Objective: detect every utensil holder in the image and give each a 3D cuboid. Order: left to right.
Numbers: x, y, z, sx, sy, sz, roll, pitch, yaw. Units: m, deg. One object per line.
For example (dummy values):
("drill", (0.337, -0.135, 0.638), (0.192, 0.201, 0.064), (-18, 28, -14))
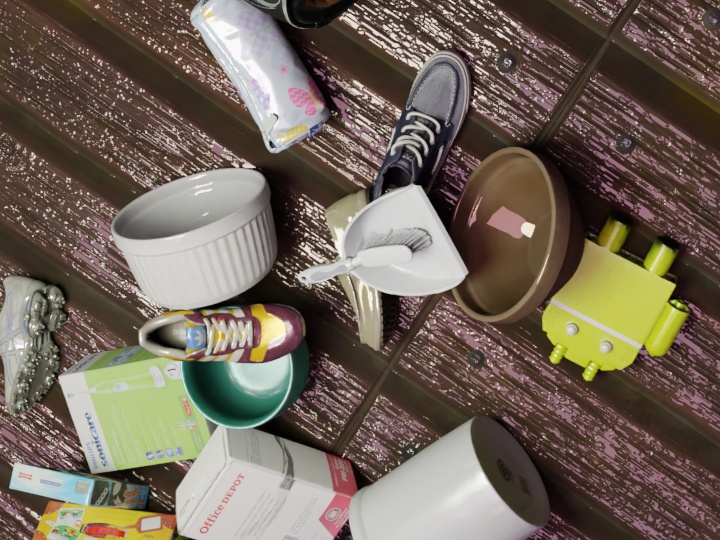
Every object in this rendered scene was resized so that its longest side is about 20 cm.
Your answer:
("utensil holder", (0.111, 0.299, 1.610), (0.200, 0.170, 0.170), (-39, 94, 23))

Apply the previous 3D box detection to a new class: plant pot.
("plant pot", (0.192, -0.034, 1.485), (0.092, 0.201, 0.202), (12, 120, -31))

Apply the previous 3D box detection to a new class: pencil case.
("pencil case", (-0.119, -0.239, 1.527), (0.201, 0.090, 0.083), (60, 157, -7))

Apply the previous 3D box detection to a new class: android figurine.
("android figurine", (0.293, 0.037, 1.532), (0.181, 0.041, 0.201), (29, 113, 6))

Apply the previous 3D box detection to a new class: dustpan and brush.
("dustpan and brush", (0.010, -0.017, 1.514), (0.199, 0.057, 0.140), (-10, 121, 40))

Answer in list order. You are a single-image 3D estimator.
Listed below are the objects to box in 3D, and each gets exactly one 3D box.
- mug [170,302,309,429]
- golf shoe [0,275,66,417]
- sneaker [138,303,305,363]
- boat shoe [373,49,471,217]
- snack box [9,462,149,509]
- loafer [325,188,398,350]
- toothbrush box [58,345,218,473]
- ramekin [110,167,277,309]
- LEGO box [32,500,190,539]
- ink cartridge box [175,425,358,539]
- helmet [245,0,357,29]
("mug", (-0.145, 0.102, 1.643), (0.151, 0.114, 0.187), (-14, 89, 15))
("golf shoe", (-0.469, 0.100, 1.785), (0.097, 0.078, 0.202), (25, 110, 26))
("sneaker", (-0.166, 0.080, 1.541), (0.198, 0.090, 0.076), (-6, 91, 15))
("boat shoe", (0.072, -0.154, 1.503), (0.074, 0.093, 0.202), (20, 114, 9))
("snack box", (-0.376, 0.294, 1.748), (0.115, 0.200, 0.037), (10, 81, 14))
("loafer", (0.000, 0.000, 1.595), (0.068, 0.076, 0.202), (-4, 98, 20))
("toothbrush box", (-0.284, 0.179, 1.735), (0.198, 0.086, 0.147), (-12, 104, 20))
("ramekin", (-0.195, -0.037, 1.577), (0.198, 0.201, 0.106), (-7, 116, 19))
("LEGO box", (-0.335, 0.402, 1.803), (0.198, 0.078, 0.150), (3, 139, 17))
("ink cartridge box", (-0.123, 0.295, 1.682), (0.199, 0.085, 0.146), (21, 118, -26))
("helmet", (-0.081, -0.385, 1.418), (0.191, 0.199, 0.200), (49, 117, 21))
